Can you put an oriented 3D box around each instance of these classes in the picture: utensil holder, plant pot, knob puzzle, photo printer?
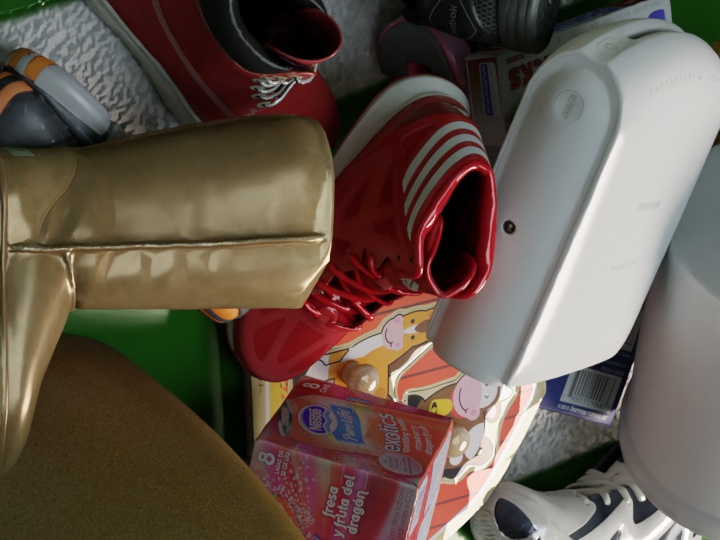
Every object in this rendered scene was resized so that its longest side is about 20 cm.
[{"bbox_3d":[0.248,0.041,1.684,0.170,0.170,0.200,-36,150,-28],"label":"utensil holder"},{"bbox_3d":[-0.111,0.150,1.440,0.186,0.200,0.187,-19,119,-39],"label":"plant pot"},{"bbox_3d":[0.028,0.091,1.642,0.219,0.030,0.220,-12,115,-29],"label":"knob puzzle"},{"bbox_3d":[0.125,-0.042,1.538,0.166,0.069,0.200,-11,127,-61],"label":"photo printer"}]

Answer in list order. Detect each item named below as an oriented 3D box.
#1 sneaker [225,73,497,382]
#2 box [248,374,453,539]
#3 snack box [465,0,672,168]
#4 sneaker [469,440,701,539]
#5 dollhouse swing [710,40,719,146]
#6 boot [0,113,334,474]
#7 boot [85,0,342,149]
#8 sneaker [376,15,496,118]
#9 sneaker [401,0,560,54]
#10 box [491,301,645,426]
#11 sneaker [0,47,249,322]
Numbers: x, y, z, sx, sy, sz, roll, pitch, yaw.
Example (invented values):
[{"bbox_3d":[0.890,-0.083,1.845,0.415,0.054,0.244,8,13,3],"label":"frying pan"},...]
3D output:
[{"bbox_3d":[0.000,0.000,1.494,0.078,0.116,0.200,20,116,-27],"label":"sneaker"},{"bbox_3d":[-0.021,0.174,1.565,0.103,0.094,0.200,-54,158,-66],"label":"box"},{"bbox_3d":[0.124,-0.107,1.615,0.200,0.024,0.072,-24,110,-53],"label":"snack box"},{"bbox_3d":[0.155,0.139,1.779,0.199,0.079,0.130,31,73,-34],"label":"sneaker"},{"bbox_3d":[0.327,-0.070,1.772,0.182,0.200,0.176,-19,110,-37],"label":"dollhouse swing"},{"bbox_3d":[-0.108,0.013,1.386,0.200,0.066,0.176,-3,104,-33],"label":"boot"},{"bbox_3d":[-0.042,-0.102,1.445,0.200,0.144,0.073,43,74,-46],"label":"boot"},{"bbox_3d":[0.080,-0.082,1.627,0.095,0.079,0.200,-48,135,-35],"label":"sneaker"},{"bbox_3d":[0.066,-0.206,1.557,0.076,0.114,0.200,84,20,-52],"label":"sneaker"},{"bbox_3d":[0.142,-0.011,1.734,0.121,0.032,0.200,17,95,-46],"label":"box"},{"bbox_3d":[-0.146,-0.014,1.441,0.112,0.078,0.200,-51,123,-10],"label":"sneaker"}]
